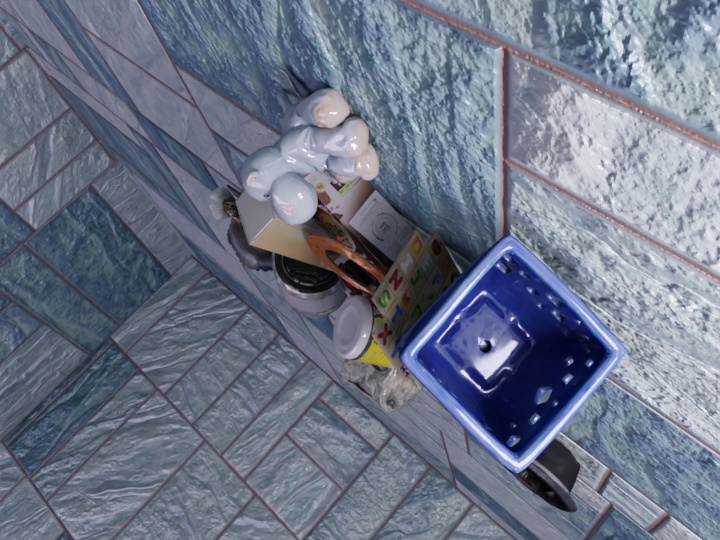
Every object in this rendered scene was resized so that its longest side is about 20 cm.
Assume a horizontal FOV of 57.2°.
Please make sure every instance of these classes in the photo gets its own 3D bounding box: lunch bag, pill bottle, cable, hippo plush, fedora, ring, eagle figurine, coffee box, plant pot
[{"bbox_3d":[0.059,0.233,1.576,0.199,0.168,0.140,24,156,53],"label":"lunch bag"},{"bbox_3d":[0.060,0.118,1.174,0.199,0.112,0.111,16,-179,-30],"label":"pill bottle"},{"bbox_3d":[-0.041,-0.011,1.238,0.200,0.097,0.050,45,126,11],"label":"cable"},{"bbox_3d":[-0.088,-0.159,0.902,0.200,0.161,0.159,44,166,-1],"label":"hippo plush"},{"bbox_3d":[0.364,0.383,1.312,0.200,0.092,0.201,41,165,13],"label":"fedora"},{"bbox_3d":[0.000,0.000,1.050,0.199,0.019,0.201,32,168,8],"label":"ring"},{"bbox_3d":[-0.216,-0.103,1.397,0.152,0.151,0.200,59,173,21],"label":"eagle figurine"},{"bbox_3d":[-0.007,-0.083,1.052,0.200,0.080,0.113,46,165,-5],"label":"coffee box"},{"bbox_3d":[0.170,0.096,0.834,0.200,0.200,0.180,44,177,-1],"label":"plant pot"}]

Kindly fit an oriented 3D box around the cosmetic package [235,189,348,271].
[{"bbox_3d":[-0.104,-0.077,1.121,0.199,0.071,0.106,19,-141,-45],"label":"cosmetic package"}]

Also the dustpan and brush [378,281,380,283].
[{"bbox_3d":[0.082,0.032,1.210,0.200,0.057,0.140,49,178,5],"label":"dustpan and brush"}]

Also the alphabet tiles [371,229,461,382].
[{"bbox_3d":[0.086,0.048,0.937,0.006,0.201,0.167,-1,135,42],"label":"alphabet tiles"}]

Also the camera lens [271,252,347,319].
[{"bbox_3d":[-0.098,0.004,1.382,0.160,0.160,0.200,41,165,12],"label":"camera lens"}]

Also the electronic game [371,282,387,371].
[{"bbox_3d":[0.029,0.102,1.330,0.200,0.041,0.202,-13,-90,-74],"label":"electronic game"}]
